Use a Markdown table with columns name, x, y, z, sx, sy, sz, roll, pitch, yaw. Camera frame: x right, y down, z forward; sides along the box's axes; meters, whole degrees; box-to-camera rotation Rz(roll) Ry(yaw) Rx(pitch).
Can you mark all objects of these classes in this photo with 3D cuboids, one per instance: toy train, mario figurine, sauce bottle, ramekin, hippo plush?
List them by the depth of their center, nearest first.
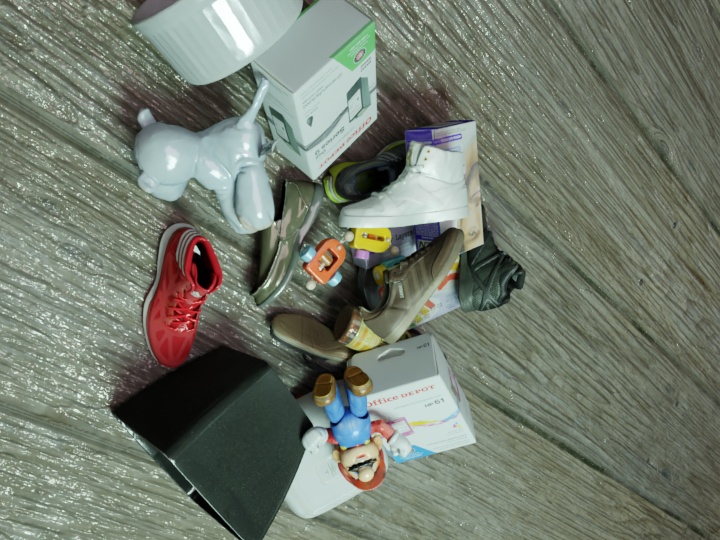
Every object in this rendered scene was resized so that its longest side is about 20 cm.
| name | x | y | z | sx | sy | sz | roll | pitch | yaw |
| --- | --- | --- | --- | --- | --- | --- | --- | --- | --- |
| ramekin | -0.165 | -0.315 | 0.737 | 0.201 | 0.200 | 0.098 | -46 | 127 | -14 |
| hippo plush | -0.198 | -0.121 | 0.772 | 0.159 | 0.200 | 0.162 | -9 | 84 | -21 |
| mario figurine | -0.003 | 0.239 | 0.860 | 0.106 | 0.122 | 0.202 | -53 | 138 | -46 |
| toy train | 0.000 | 0.000 | 0.935 | 0.200 | 0.055 | 0.151 | 40 | 76 | -26 |
| sauce bottle | 0.053 | 0.118 | 0.986 | 0.198 | 0.066 | 0.067 | 24 | 89 | -24 |

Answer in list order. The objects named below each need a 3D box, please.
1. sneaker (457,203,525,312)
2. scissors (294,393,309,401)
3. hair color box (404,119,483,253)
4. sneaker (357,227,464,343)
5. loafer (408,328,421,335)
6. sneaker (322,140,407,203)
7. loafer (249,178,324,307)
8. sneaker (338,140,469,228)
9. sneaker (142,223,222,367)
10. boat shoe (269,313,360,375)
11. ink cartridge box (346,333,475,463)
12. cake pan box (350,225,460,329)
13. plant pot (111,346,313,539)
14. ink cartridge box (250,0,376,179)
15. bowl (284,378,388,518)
| name | x | y | z | sx | sy | sz | roll | pitch | yaw |
| --- | --- | --- | --- | --- | --- | --- | --- | --- | --- |
| sneaker | 0.230 | -0.027 | 1.065 | 0.076 | 0.113 | 0.202 | 50 | 40 | -58 |
| scissors | -0.026 | 0.254 | 1.024 | 0.197 | 0.014 | 0.074 | 17 | 105 | -18 |
| hair color box | 0.135 | -0.128 | 0.973 | 0.108 | 0.064 | 0.203 | -21 | 113 | -39 |
| sneaker | 0.075 | 0.007 | 0.899 | 0.075 | 0.070 | 0.201 | 36 | 82 | -5 |
| loafer | 0.038 | 0.180 | 1.048 | 0.072 | 0.063 | 0.201 | 44 | 79 | -32 |
| sneaker | 0.043 | -0.152 | 0.967 | 0.198 | 0.081 | 0.075 | -27 | 114 | -24 |
| loafer | -0.122 | -0.046 | 0.903 | 0.069 | 0.075 | 0.202 | 25 | 83 | -21 |
| sneaker | 0.058 | -0.123 | 0.871 | 0.197 | 0.074 | 0.117 | -9 | 103 | -18 |
| sneaker | -0.238 | 0.044 | 0.817 | 0.077 | 0.115 | 0.203 | -1 | 101 | -31 |
| boat shoe | -0.062 | 0.127 | 0.975 | 0.198 | 0.072 | 0.065 | 21 | 123 | -32 |
| ink cartridge box | 0.082 | 0.206 | 0.967 | 0.143 | 0.085 | 0.201 | -19 | 130 | 14 |
| cake pan box | 0.080 | 0.002 | 1.044 | 0.198 | 0.052 | 0.187 | -19 | 108 | -26 |
| plant pot | -0.186 | 0.224 | 0.855 | 0.177 | 0.198 | 0.201 | -45 | 120 | -27 |
| ink cartridge box | -0.052 | -0.239 | 0.820 | 0.146 | 0.084 | 0.200 | -46 | 163 | -13 |
| bowl | -0.055 | 0.300 | 0.987 | 0.198 | 0.075 | 0.202 | -26 | 115 | -7 |
